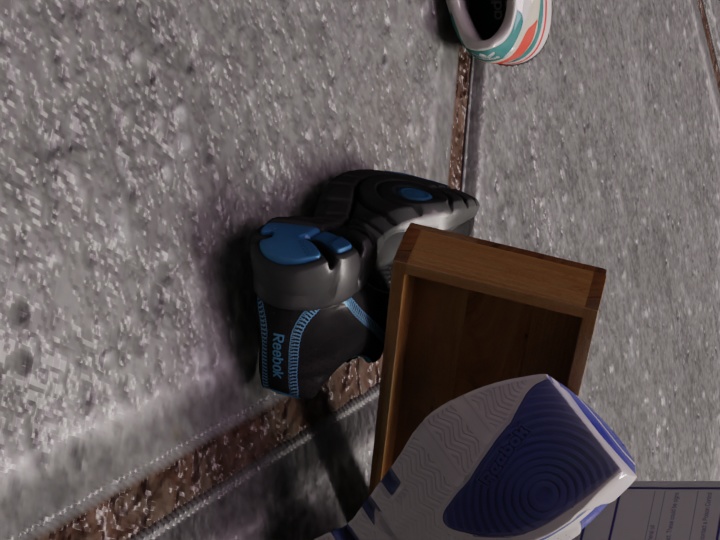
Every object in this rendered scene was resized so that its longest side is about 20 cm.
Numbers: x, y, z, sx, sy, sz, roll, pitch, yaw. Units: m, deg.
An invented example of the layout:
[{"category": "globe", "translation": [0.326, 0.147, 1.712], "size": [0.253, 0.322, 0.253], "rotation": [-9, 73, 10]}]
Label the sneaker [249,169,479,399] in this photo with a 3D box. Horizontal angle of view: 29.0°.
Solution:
[{"category": "sneaker", "translation": [0.000, 0.000, 0.735], "size": [0.199, 0.072, 0.083], "rotation": [-28, 129, -55]}]

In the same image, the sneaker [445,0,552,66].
[{"category": "sneaker", "translation": [0.083, -0.232, 0.900], "size": [0.093, 0.069, 0.203], "rotation": [-28, 114, -66]}]

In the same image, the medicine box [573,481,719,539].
[{"category": "medicine box", "translation": [0.216, 0.246, 0.947], "size": [0.104, 0.197, 0.183], "rotation": [63, 36, -33]}]

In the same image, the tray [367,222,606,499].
[{"category": "tray", "translation": [0.059, 0.076, 0.712], "size": [0.037, 0.097, 0.202], "rotation": [-64, 164, -49]}]

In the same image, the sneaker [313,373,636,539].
[{"category": "sneaker", "translation": [0.046, 0.135, 0.690], "size": [0.081, 0.199, 0.115], "rotation": [57, 13, 26]}]
